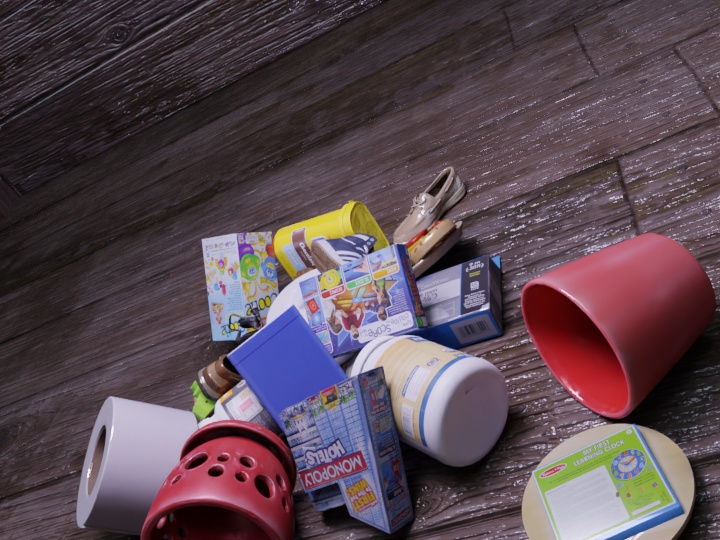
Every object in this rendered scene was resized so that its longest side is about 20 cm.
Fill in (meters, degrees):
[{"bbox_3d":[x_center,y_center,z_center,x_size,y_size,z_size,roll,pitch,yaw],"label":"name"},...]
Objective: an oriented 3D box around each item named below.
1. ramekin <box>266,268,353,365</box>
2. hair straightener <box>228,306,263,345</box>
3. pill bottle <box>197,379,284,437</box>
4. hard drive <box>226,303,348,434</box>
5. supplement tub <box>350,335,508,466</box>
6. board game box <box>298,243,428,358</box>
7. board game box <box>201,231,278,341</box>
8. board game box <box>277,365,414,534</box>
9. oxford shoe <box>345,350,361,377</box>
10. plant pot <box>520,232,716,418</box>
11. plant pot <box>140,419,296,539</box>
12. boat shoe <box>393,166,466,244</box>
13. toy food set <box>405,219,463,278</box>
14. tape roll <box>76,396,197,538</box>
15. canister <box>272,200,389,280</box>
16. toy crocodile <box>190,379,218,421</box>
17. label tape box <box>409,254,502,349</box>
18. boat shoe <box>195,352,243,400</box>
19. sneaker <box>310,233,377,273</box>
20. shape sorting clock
[{"bbox_3d":[-0.076,0.085,1.388,0.199,0.098,0.201,-24,32,16],"label":"ramekin"},{"bbox_3d":[-0.172,0.095,1.323,0.041,0.078,0.199,-25,12,-38],"label":"hair straightener"},{"bbox_3d":[-0.168,0.232,1.250,0.199,0.117,0.116,-38,31,-7],"label":"pill bottle"},{"bbox_3d":[-0.098,0.174,1.189,0.131,0.201,0.025,-37,5,-7],"label":"hard drive"},{"bbox_3d":[0.091,0.173,1.056,0.145,0.145,0.199,-46,33,-21],"label":"supplement tub"},{"bbox_3d":[0.000,0.054,1.198,0.198,0.137,0.034,-20,-12,31],"label":"board game box"},{"bbox_3d":[-0.233,0.031,1.496,0.104,0.203,0.102,-6,0,38],"label":"board game box"},{"bbox_3d":[-0.018,0.260,1.024,0.199,0.202,0.061,-30,-13,37],"label":"board game box"},{"bbox_3d":[0.044,0.105,1.240,0.057,0.075,0.202,18,79,43],"label":"oxford shoe"},{"bbox_3d":[0.334,0.055,0.962,0.176,0.202,0.200,-31,29,-14],"label":"plant pot"},{"bbox_3d":[-0.183,0.329,1.059,0.199,0.202,0.183,-23,22,17],"label":"plant pot"},{"bbox_3d":[0.131,-0.128,1.520,0.200,0.065,0.072,-44,32,-17],"label":"boat shoe"},{"bbox_3d":[0.101,-0.029,1.356,0.197,0.049,0.200,-39,4,21],"label":"toy food set"},{"bbox_3d":[-0.357,0.314,1.209,0.203,0.138,0.205,-42,40,49],"label":"tape roll"},{"bbox_3d":[-0.059,-0.043,1.506,0.198,0.149,0.087,-15,34,33],"label":"canister"},{"bbox_3d":[-0.274,0.229,1.358,0.062,0.067,0.200,-57,11,-10],"label":"toy crocodile"},{"bbox_3d":[0.159,0.038,1.261,0.143,0.064,0.201,-20,34,23],"label":"label tape box"},{"bbox_3d":[-0.202,0.174,1.326,0.074,0.076,0.200,-43,-12,21],"label":"boat shoe"},{"bbox_3d":[0.000,0.000,1.312,0.107,0.071,0.200,-13,39,-26],"label":"sneaker"},{"bbox_3d":[0.279,0.257,0.861,0.198,0.039,0.201,-26,31,17],"label":"shape sorting clock"}]
